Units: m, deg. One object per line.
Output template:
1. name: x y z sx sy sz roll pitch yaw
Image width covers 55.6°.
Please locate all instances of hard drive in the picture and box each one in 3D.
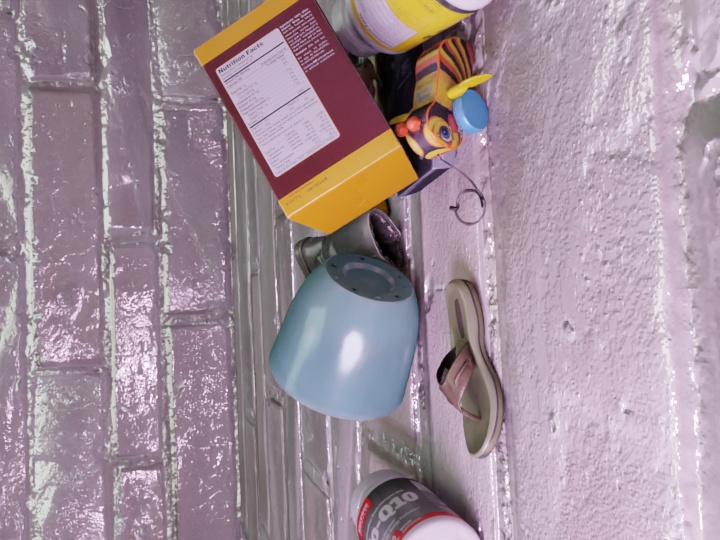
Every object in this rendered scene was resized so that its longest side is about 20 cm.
1. hard drive: 0.074 -0.206 0.869 0.135 0.042 0.202 147 120 -70

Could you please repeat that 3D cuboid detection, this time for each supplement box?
1. supplement box: -0.049 -0.167 0.757 0.201 0.132 0.197 60 -172 6

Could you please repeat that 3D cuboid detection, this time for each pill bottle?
1. pill bottle: 0.052 -0.307 0.751 0.199 0.111 0.113 -7 85 57
2. pill bottle: 0.060 0.327 0.851 0.200 0.113 0.115 -172 80 -71

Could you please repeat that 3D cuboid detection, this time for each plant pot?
1. plant pot: -0.009 0.076 0.934 0.201 0.199 0.162 -119 43 -55

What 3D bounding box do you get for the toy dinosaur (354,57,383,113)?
1. toy dinosaur: 0.006 -0.167 0.923 0.135 0.086 0.201 -3 129 46

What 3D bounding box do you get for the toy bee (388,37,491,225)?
1. toy bee: 0.086 -0.165 0.723 0.131 0.108 0.201 -41 54 35

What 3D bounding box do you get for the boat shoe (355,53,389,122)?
1. boat shoe: 0.004 -0.250 0.961 0.072 0.065 0.202 -75 -17 -45

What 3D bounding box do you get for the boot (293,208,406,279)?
1. boot: -0.001 0.002 1.051 0.199 0.073 0.182 -14 116 43

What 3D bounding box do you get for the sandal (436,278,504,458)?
1. sandal: 0.110 0.109 0.764 0.080 0.057 0.203 125 139 -62

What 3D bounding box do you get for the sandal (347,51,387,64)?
1. sandal: 0.009 -0.315 1.010 0.075 0.045 0.200 50 168 -17

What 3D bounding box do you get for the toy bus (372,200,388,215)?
1. toy bus: -0.012 -0.153 1.105 0.078 0.065 0.201 114 149 -53
